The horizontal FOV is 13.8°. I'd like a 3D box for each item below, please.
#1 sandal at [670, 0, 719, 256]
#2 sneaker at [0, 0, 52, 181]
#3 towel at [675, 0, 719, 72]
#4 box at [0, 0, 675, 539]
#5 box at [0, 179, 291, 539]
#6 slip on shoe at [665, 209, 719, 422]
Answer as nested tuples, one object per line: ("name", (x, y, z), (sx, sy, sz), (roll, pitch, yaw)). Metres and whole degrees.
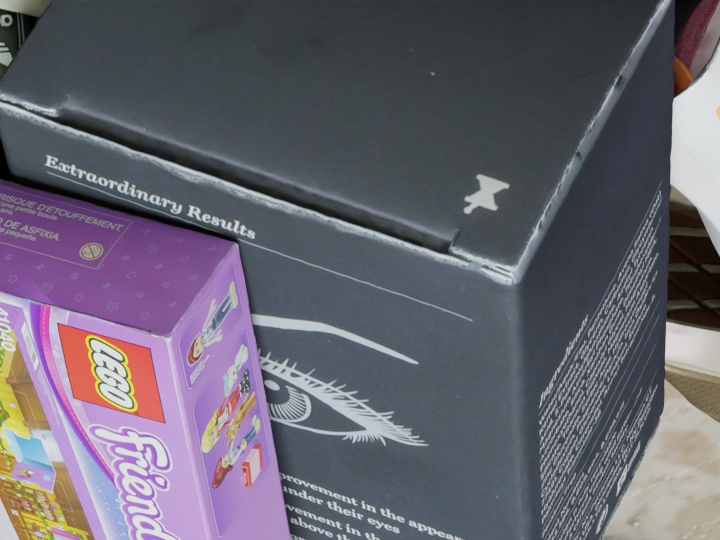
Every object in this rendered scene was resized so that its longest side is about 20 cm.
("sandal", (0.108, -0.056, 0.868), (0.059, 0.079, 0.207), (-29, 148, 11))
("sneaker", (-0.099, -0.083, 0.774), (0.071, 0.080, 0.200), (-3, 135, -20))
("towel", (0.018, -0.099, 0.855), (0.200, 0.023, 0.144), (-1, 137, -20))
("box", (0.000, 0.000, 0.811), (0.148, 0.104, 0.200), (20, 147, 17))
("box", (-0.088, 0.059, 0.808), (0.137, 0.039, 0.200), (16, 139, 22))
("slip on shoe", (0.126, 0.024, 0.994), (0.200, 0.076, 0.061), (5, 126, -38))
